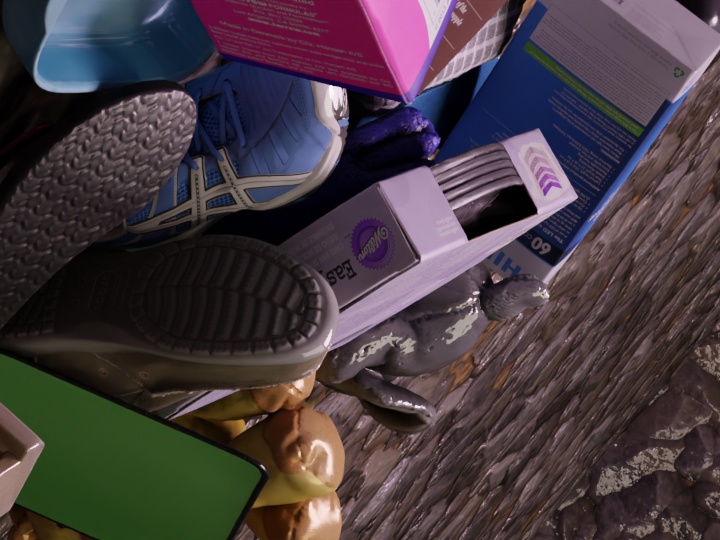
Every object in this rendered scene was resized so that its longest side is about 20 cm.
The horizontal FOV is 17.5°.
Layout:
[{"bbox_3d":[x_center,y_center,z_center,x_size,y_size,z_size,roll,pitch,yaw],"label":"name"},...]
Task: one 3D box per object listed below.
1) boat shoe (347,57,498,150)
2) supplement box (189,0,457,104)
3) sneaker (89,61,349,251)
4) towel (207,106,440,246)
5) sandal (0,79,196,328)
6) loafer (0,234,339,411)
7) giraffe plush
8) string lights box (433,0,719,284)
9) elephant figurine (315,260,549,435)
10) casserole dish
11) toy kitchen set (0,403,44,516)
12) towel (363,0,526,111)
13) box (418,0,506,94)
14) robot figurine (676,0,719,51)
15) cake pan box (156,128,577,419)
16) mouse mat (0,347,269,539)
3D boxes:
[{"bbox_3d":[0.030,-0.117,1.451,0.084,0.069,0.200,-66,163,15],"label":"boat shoe"},{"bbox_3d":[-0.026,-0.170,0.986,0.200,0.103,0.101,63,46,-61],"label":"supplement box"},{"bbox_3d":[-0.081,-0.054,1.151,0.077,0.076,0.200,-11,163,-46],"label":"sneaker"},{"bbox_3d":[-0.054,-0.017,1.288,0.200,0.050,0.148,-31,-179,25],"label":"towel"},{"bbox_3d":[-0.162,-0.029,1.117,0.200,0.045,0.075,-42,142,18],"label":"sandal"},{"bbox_3d":[-0.097,0.030,1.169,0.070,0.199,0.075,61,40,-48],"label":"loafer"},{"bbox_3d":[-0.128,0.117,1.390,0.162,0.173,0.200,-25,-167,-35],"label":"giraffe plush"},{"bbox_3d":[0.121,-0.088,1.416,0.059,0.103,0.200,-43,169,-52],"label":"string lights box"},{"bbox_3d":[0.006,0.034,1.481,0.141,0.155,0.200,-35,163,-19],"label":"elephant figurine"},{"bbox_3d":[-0.098,-0.142,1.070,0.121,0.039,0.200,-58,163,18],"label":"casserole dish"},{"bbox_3d":[-0.158,-0.034,0.863,0.163,0.180,0.200,-33,160,-53],"label":"toy kitchen set"},{"bbox_3d":[0.049,-0.186,1.313,0.200,0.086,0.166,-30,152,-55],"label":"towel"},{"bbox_3d":[0.058,-0.193,1.139,0.200,0.075,0.100,-48,151,1],"label":"box"},{"bbox_3d":[0.191,-0.233,1.440,0.150,0.201,0.125,-2,170,-15],"label":"robot figurine"},{"bbox_3d":[0.000,0.000,1.242,0.200,0.052,0.184,-32,176,34],"label":"cake pan box"},{"bbox_3d":[-0.137,0.106,1.240,0.200,0.161,0.008,119,-6,-61],"label":"mouse mat"}]
